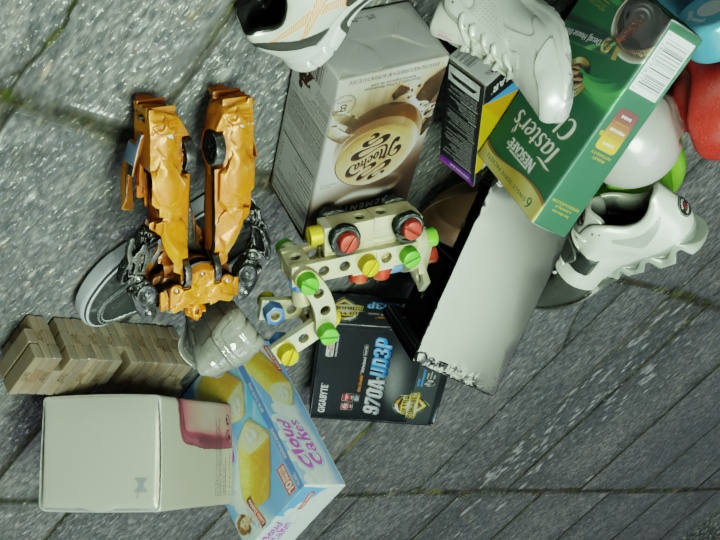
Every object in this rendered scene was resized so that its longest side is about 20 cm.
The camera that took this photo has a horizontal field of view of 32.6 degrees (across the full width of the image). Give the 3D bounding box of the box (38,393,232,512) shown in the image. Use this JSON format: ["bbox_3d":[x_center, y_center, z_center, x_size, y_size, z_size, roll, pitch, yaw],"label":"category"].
[{"bbox_3d":[-0.220,0.184,1.241,0.126,0.111,0.200,-2,171,13],"label":"box"}]

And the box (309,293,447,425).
[{"bbox_3d":[0.024,0.107,1.443,0.156,0.046,0.201,5,141,-5],"label":"box"}]

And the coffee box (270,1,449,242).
[{"bbox_3d":[-0.005,-0.130,1.110,0.112,0.080,0.201,-17,146,-25],"label":"coffee box"}]

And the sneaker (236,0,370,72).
[{"bbox_3d":[-0.020,-0.238,0.952,0.079,0.074,0.200,10,129,-46],"label":"sneaker"}]

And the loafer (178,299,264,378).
[{"bbox_3d":[-0.145,0.058,1.174,0.070,0.070,0.200,-38,-168,-8],"label":"loafer"}]

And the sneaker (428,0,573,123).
[{"bbox_3d":[0.110,-0.196,1.020,0.098,0.202,0.078,-18,151,-4],"label":"sneaker"}]

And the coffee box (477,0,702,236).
[{"bbox_3d":[0.188,-0.143,1.040,0.044,0.123,0.201,19,116,-32],"label":"coffee box"}]

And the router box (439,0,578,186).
[{"bbox_3d":[0.157,-0.192,1.140,0.200,0.051,0.150,-43,158,-21],"label":"router box"}]

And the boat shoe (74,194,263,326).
[{"bbox_3d":[-0.174,0.002,1.152,0.198,0.068,0.074,-32,149,-2],"label":"boat shoe"}]

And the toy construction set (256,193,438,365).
[{"bbox_3d":[0.000,0.000,1.132,0.198,0.092,0.133,-22,128,-31],"label":"toy construction set"}]

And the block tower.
[{"bbox_3d":[-0.256,0.086,1.212,0.199,0.054,0.058,10,130,-50],"label":"block tower"}]

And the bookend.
[{"bbox_3d":[0.115,-0.006,1.243,0.091,0.199,0.202,23,98,-11],"label":"bookend"}]

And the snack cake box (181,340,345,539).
[{"bbox_3d":[-0.111,0.187,1.343,0.067,0.201,0.115,10,130,-48],"label":"snack cake box"}]

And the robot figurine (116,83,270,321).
[{"bbox_3d":[-0.143,-0.052,1.052,0.143,0.058,0.203,-11,121,-31],"label":"robot figurine"}]

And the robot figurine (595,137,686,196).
[{"bbox_3d":[0.265,-0.139,1.251,0.114,0.202,0.176,10,141,-10],"label":"robot figurine"}]

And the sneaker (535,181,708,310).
[{"bbox_3d":[0.223,-0.031,1.180,0.199,0.075,0.088,-28,123,33],"label":"sneaker"}]

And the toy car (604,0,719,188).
[{"bbox_3d":[0.258,-0.141,1.097,0.198,0.178,0.185,-23,123,10],"label":"toy car"}]

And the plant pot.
[{"bbox_3d":[0.162,-0.059,1.334,0.197,0.028,0.200,4,161,1],"label":"plant pot"}]
